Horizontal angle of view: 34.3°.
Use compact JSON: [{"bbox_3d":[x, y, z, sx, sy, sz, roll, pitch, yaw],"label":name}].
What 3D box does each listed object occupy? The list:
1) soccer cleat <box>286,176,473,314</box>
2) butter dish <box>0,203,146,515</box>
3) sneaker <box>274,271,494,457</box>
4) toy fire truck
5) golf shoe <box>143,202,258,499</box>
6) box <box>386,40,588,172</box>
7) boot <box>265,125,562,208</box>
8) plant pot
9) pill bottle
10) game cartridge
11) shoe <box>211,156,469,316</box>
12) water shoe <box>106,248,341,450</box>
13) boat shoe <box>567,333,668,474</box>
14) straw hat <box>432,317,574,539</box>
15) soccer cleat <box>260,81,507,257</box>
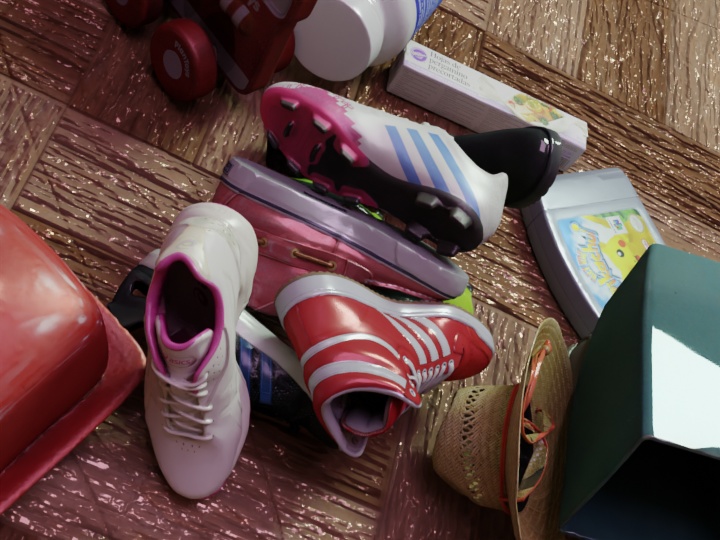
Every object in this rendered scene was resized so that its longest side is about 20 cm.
[{"bbox_3d":[0.000,0.000,0.923,0.199,0.068,0.081,35,62,-3],"label":"soccer cleat"},{"bbox_3d":[-0.245,0.030,0.703,0.199,0.148,0.200,44,55,4],"label":"butter dish"},{"bbox_3d":[0.032,0.076,0.818,0.199,0.071,0.113,16,41,-39],"label":"sneaker"},{"bbox_3d":[-0.120,-0.249,0.956,0.112,0.168,0.201,-25,73,-38],"label":"toy fire truck"},{"bbox_3d":[-0.111,0.061,0.742,0.074,0.202,0.092,6,17,8],"label":"golf shoe"},{"bbox_3d":[0.122,-0.155,1.107,0.198,0.042,0.039,22,50,-13],"label":"box"},{"bbox_3d":[0.039,-0.096,0.948,0.198,0.164,0.066,10,80,-26],"label":"boot"},{"bbox_3d":[0.239,0.090,0.863,0.140,0.142,0.201,16,50,-8],"label":"plant pot"},{"bbox_3d":[0.012,-0.256,1.062,0.112,0.112,0.200,36,45,-1],"label":"pill bottle"},{"bbox_3d":[0.228,-0.004,1.066,0.132,0.041,0.201,-11,65,-29],"label":"game cartridge"},{"bbox_3d":[-0.025,-0.002,0.866,0.199,0.092,0.072,25,10,-5],"label":"shoe"},{"bbox_3d":[-0.093,0.073,0.832,0.200,0.072,0.079,41,77,1],"label":"water shoe"},{"bbox_3d":[0.210,0.144,0.937,0.071,0.060,0.203,2,58,-27],"label":"boat shoe"},{"bbox_3d":[0.099,0.129,0.858,0.084,0.202,0.202,1,47,20],"label":"straw hat"},{"bbox_3d":[0.019,-0.086,0.875,0.199,0.070,0.086,33,49,6],"label":"soccer cleat"}]
